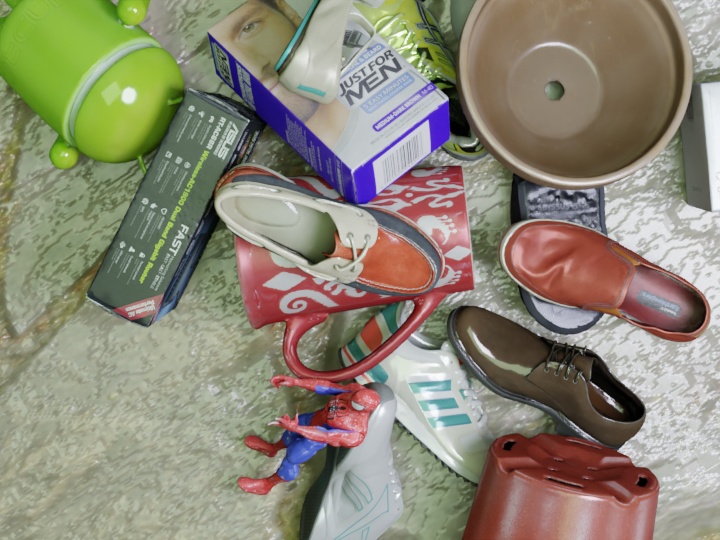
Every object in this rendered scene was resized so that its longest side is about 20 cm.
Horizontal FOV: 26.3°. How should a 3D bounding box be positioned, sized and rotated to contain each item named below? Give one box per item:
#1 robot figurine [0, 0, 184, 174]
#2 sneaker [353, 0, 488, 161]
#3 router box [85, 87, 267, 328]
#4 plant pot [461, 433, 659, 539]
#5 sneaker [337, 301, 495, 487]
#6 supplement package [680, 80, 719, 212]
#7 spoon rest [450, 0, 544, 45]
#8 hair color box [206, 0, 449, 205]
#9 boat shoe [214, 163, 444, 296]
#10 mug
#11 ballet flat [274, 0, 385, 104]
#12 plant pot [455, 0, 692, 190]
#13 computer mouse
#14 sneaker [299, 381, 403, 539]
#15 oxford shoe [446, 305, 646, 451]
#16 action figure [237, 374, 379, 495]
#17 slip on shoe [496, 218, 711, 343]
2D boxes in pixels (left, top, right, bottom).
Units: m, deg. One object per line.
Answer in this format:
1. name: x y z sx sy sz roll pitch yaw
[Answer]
1. robot figurine: -0.235 -0.174 1.331 0.200 0.115 0.176 41 117 19
2. sneaker: 0.054 -0.183 1.355 0.075 0.076 0.200 -43 93 5
3. router box: -0.156 -0.056 1.335 0.062 0.150 0.201 27 96 -1
4. plant pot: 0.163 0.255 1.315 0.199 0.201 0.197 11 102 1
5. sneaker: 0.078 0.109 1.380 0.199 0.070 0.094 41 100 2
6. supplement package: 0.386 -0.117 1.331 0.198 0.114 0.111 -6 95 1
7. spoon rest: 0.144 -0.281 1.362 0.098 0.061 0.202 17 108 1
8. hair color box: -0.028 -0.159 1.312 0.109 0.065 0.200 -38 62 -17
9. boat shoe: -0.025 -0.027 1.241 0.198 0.063 0.072 24 106 -5
10. mug: 0.000 -0.007 1.347 0.198 0.134 0.179 -7 113 4
11. ballet flat: -0.011 -0.223 1.283 0.069 0.070 0.201 22 64 0
12. plant pot: 0.175 -0.164 1.312 0.198 0.093 0.203 1 83 -4
13. computer mouse: 0.183 -0.043 1.378 0.137 0.053 0.202 2 87 -7
14. sneaker: 0.005 0.181 1.375 0.079 0.071 0.202 12 125 -12
15. oxford shoe: 0.168 0.083 1.360 0.199 0.084 0.073 31 52 -8
16. action figure: -0.063 0.132 1.321 0.098 0.200 0.066 24 55 -28
17. slip on shoe: 0.213 0.008 1.322 0.198 0.061 0.075 23 87 -3
